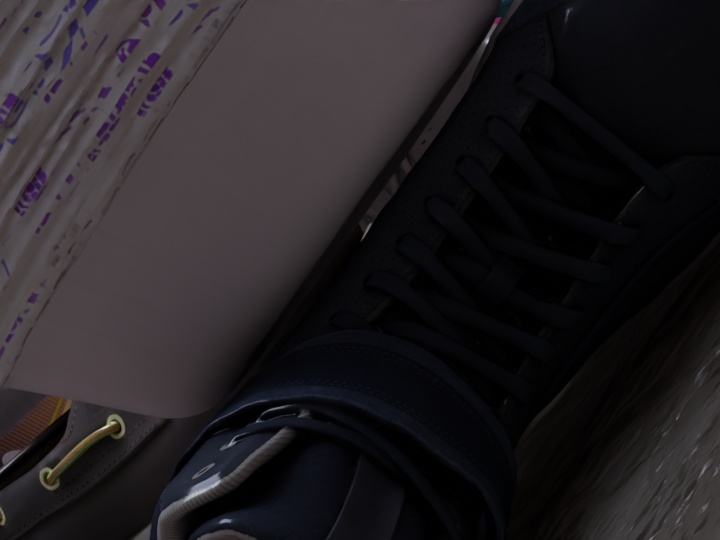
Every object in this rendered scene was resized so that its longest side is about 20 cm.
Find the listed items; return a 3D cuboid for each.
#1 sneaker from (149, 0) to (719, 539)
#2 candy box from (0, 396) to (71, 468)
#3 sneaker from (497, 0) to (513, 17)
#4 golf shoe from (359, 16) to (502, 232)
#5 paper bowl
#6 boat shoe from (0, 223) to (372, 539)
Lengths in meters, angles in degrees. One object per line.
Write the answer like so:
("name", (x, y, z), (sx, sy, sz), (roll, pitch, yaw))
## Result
("sneaker", (0.027, 0.013, 0.588), (0.203, 0.077, 0.146), (-54, 2, 23))
("candy box", (-0.134, 0.091, 0.921), (0.055, 0.200, 0.116), (-48, 7, 49))
("sneaker", (0.059, -0.070, 0.887), (0.200, 0.079, 0.078), (-51, 5, 40))
("golf shoe", (0.000, 0.000, 0.848), (0.091, 0.075, 0.200), (-7, -37, -39))
("paper bowl", (-0.041, -0.045, 0.651), (0.201, 0.104, 0.201), (-55, 0, 0))
("boat shoe", (-0.063, 0.043, 0.798), (0.201, 0.060, 0.072), (-50, 4, 37))
